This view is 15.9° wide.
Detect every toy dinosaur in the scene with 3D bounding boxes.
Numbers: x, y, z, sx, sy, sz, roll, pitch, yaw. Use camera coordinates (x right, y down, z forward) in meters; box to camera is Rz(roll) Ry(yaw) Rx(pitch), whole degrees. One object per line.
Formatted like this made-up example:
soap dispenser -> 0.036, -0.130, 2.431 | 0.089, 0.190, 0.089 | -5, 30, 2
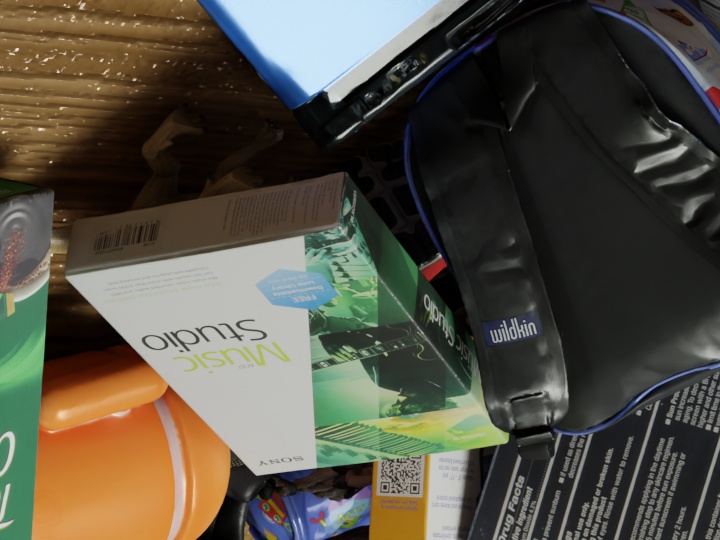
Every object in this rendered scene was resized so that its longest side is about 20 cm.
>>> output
toy dinosaur -> -0.091, -0.025, 1.239 | 0.200, 0.058, 0.101 | -3, 140, -45

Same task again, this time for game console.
game console -> 0.028, -0.161, 1.199 | 0.200, 0.118, 0.171 | -37, -177, 5

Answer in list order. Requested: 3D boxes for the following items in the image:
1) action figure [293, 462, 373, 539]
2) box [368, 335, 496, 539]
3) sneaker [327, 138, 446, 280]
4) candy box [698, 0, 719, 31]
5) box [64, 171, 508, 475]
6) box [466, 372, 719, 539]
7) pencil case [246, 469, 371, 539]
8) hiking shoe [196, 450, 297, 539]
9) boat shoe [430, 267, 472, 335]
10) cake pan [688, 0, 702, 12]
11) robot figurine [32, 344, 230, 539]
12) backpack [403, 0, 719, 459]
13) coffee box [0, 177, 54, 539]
action figure -> 0.011, 0.147, 1.446 | 0.102, 0.119, 0.200 | -11, -161, 33
box -> 0.050, 0.135, 1.380 | 0.041, 0.200, 0.119 | 2, 174, 32
sneaker -> 0.000, 0.000, 1.364 | 0.200, 0.077, 0.085 | -35, 152, 24
candy box -> 0.229, -0.154, 1.292 | 0.115, 0.055, 0.200 | -34, 125, -15
box -> -0.030, 0.031, 1.229 | 0.144, 0.036, 0.200 | -9, 145, 25
box -> 0.189, 0.090, 1.344 | 0.123, 0.198, 0.200 | 21, 87, -60
pencil case -> 0.020, 0.114, 1.550 | 0.200, 0.078, 0.087 | -18, 132, -27
hiking shoe -> -0.118, 0.156, 1.441 | 0.076, 0.101, 0.200 | 5, 132, -48
boat shoe -> 0.073, 0.007, 1.446 | 0.091, 0.071, 0.200 | -10, 147, -41
cake pan -> 0.224, -0.118, 1.367 | 0.200, 0.037, 0.200 | -14, 117, -30
robot figurine -> -0.152, 0.103, 1.311 | 0.200, 0.117, 0.144 | -13, 112, -34
backpack -> 0.122, -0.042, 1.229 | 0.200, 0.191, 0.154 | -30, -170, 22
coffee box -> -0.192, 0.064, 1.150 | 0.123, 0.044, 0.200 | -17, 117, -59
